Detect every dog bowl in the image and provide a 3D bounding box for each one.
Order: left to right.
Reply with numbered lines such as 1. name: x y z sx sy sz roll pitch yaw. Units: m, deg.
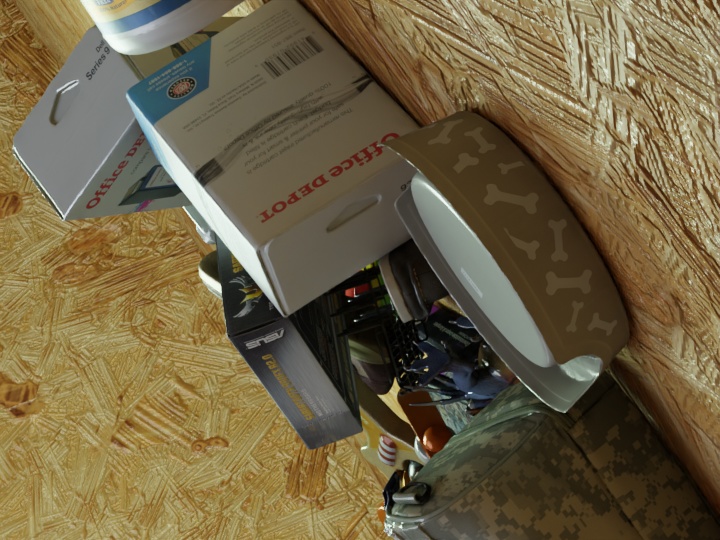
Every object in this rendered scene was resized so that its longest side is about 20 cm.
1. dog bowl: 0.089 -0.010 1.224 0.200 0.059 0.200 54 173 10

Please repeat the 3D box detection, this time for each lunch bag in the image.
1. lunch bag: 0.122 0.181 1.299 0.139 0.168 0.200 -24 104 49

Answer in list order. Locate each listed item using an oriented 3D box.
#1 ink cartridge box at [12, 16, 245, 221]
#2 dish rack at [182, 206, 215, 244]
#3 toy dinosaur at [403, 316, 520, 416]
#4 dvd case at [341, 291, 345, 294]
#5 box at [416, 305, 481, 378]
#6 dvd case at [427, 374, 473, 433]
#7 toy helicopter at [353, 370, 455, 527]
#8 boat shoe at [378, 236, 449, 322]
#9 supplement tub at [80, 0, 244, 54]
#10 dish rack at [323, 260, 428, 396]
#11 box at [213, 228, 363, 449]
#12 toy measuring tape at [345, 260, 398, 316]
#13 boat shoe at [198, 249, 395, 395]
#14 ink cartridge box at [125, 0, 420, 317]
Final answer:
1. ink cartridge box: -0.155 -0.123 1.589 0.200 0.145 0.088 -7 -127 -53
2. dish rack: -0.110 -0.085 1.779 0.200 0.044 0.172 -9 -126 -53
3. toy dinosaur: 0.102 0.080 1.469 0.200 0.105 0.181 34 -178 37
4. dvd case: -0.021 -0.003 1.869 0.200 0.016 0.149 52 -161 15
5. box: 0.114 0.108 1.696 0.143 0.036 0.200 56 174 -17
6. dvd case: 0.131 0.176 1.638 0.143 0.018 0.200 22 147 50
7. toy helicopter: 0.026 0.130 1.611 0.200 0.079 0.132 47 157 -10
8. boat shoe: 0.044 -0.019 1.468 0.200 0.057 0.067 -98 -13 -67
9. supplement tub: -0.151 -0.258 1.302 0.200 0.144 0.145 57 172 -21
10. dish rack: 0.000 0.000 1.557 0.153 0.054 0.201 -35 -72 -77
11. box: -0.059 0.010 1.513 0.159 0.048 0.200 59 -164 -49
12. toy measuring tape: 0.018 0.053 1.723 0.074 0.073 0.201 47 139 45
13. boat shoe: -0.053 0.046 1.684 0.200 0.072 0.072 23 127 21
14. ink cartridge box: -0.052 -0.085 1.426 0.200 0.145 0.084 49 166 38
